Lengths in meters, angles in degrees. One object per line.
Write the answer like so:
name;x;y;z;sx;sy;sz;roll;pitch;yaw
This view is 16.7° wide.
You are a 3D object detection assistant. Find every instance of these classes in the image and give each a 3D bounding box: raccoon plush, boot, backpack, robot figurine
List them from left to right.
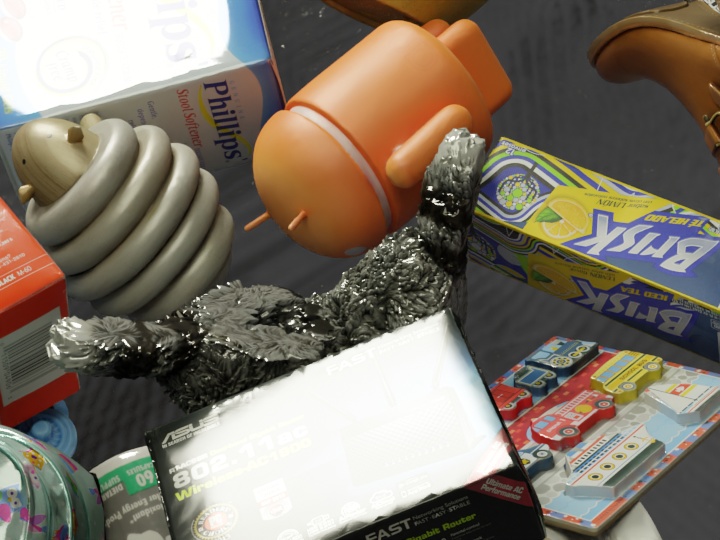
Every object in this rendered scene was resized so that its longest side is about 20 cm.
backpack;-0.251;0.155;1.421;0.198;0.127;0.168;4;86;16
raccoon plush;-0.096;0.084;1.481;0.198;0.135;0.097;5;29;-9
raccoon plush;0.000;0.000;1.569;0.133;0.097;0.202;13;87;14
robot figurine;0.009;-0.088;1.652;0.200;0.117;0.144;-40;61;-20
boot;0.237;-0.108;1.644;0.073;0.200;0.156;-17;89;-32

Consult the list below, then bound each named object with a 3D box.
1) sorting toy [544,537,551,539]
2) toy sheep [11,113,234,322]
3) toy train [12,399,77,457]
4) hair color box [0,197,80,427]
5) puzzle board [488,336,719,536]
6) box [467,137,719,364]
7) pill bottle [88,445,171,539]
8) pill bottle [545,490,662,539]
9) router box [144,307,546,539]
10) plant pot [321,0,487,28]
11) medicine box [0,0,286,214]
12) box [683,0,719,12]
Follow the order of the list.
sorting toy;-0.007;0.196;1.347;0.199;0.037;0.185;12;48;29
toy sheep;-0.148;-0.030;1.611;0.138;0.200;0.138;-43;23;24
toy train;-0.244;0.081;1.580;0.113;0.087;0.201;-2;53;-11
hair color box;-0.254;-0.010;1.533;0.064;0.111;0.200;-29;56;-23
puzzle board;0.129;0.093;1.487;0.150;0.018;0.200;11;29;35
box;0.166;-0.013;1.597;0.199;0.070;0.064;22;63;24
pill bottle;-0.100;0.211;1.458;0.112;0.113;0.201;-25;55;-8
pill bottle;0.082;0.206;1.426;0.199;0.120;0.120;-24;54;-8
router box;-0.011;0.119;1.369;0.199;0.062;0.150;-22;36;-1
plant pot;0.035;-0.246;1.732;0.199;0.200;0.143;19;84;22
medicine box;-0.164;-0.158;1.738;0.198;0.103;0.183;-15;54;0
box;0.342;-0.154;1.680;0.157;0.050;0.200;-32;56;-13
